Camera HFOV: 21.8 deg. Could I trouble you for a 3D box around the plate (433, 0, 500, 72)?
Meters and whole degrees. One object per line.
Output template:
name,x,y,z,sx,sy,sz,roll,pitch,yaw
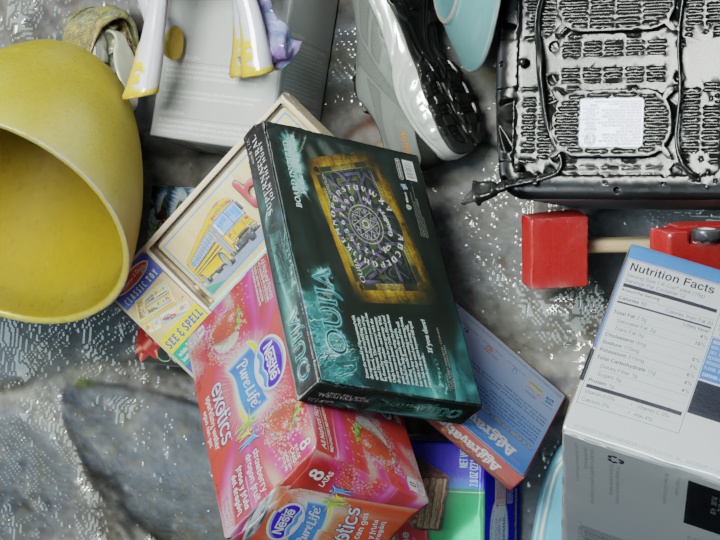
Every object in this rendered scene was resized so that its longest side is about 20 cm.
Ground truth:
plate,0.071,-0.236,1.274,0.025,0.200,0.202,1,86,-7

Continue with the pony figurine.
pony figurine,-0.104,-0.232,1.295,0.192,0.166,0.202,-7,98,28

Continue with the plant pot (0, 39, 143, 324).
plant pot,-0.235,-0.081,1.342,0.198,0.201,0.143,-3,43,25

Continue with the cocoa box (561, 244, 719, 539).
cocoa box,0.204,0.099,1.151,0.132,0.200,0.132,17,66,15

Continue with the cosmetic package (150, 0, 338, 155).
cosmetic package,-0.081,-0.186,1.394,0.106,0.090,0.202,11,88,24

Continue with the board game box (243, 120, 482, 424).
board game box,0.000,0.000,1.227,0.028,0.134,0.201,-42,49,40

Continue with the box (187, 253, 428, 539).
box,-0.039,0.097,1.239,0.096,0.099,0.201,-47,34,22

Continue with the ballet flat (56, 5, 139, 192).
ballet flat,-0.199,-0.109,1.449,0.070,0.071,0.202,-5,81,24

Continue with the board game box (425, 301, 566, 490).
board game box,0.046,0.053,1.270,0.200,0.103,0.019,41,126,-1

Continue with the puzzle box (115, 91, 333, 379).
puzzle box,-0.073,-0.012,1.341,0.133,0.025,0.200,43,104,0

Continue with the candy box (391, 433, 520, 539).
candy box,0.008,0.201,1.327,0.198,0.077,0.171,-1,86,26

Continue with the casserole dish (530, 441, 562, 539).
casserole dish,0.167,0.202,1.275,0.120,0.039,0.202,11,90,25

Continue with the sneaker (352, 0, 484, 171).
sneaker,0.019,-0.163,1.353,0.079,0.074,0.202,-29,70,38

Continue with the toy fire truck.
toy fire truck,0.218,-0.011,1.231,0.198,0.141,0.049,-3,98,-15

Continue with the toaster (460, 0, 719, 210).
toaster,0.181,-0.129,1.248,0.198,0.118,0.183,1,86,24

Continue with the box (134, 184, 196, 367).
box,-0.070,0.011,1.398,0.198,0.040,0.138,5,89,25
